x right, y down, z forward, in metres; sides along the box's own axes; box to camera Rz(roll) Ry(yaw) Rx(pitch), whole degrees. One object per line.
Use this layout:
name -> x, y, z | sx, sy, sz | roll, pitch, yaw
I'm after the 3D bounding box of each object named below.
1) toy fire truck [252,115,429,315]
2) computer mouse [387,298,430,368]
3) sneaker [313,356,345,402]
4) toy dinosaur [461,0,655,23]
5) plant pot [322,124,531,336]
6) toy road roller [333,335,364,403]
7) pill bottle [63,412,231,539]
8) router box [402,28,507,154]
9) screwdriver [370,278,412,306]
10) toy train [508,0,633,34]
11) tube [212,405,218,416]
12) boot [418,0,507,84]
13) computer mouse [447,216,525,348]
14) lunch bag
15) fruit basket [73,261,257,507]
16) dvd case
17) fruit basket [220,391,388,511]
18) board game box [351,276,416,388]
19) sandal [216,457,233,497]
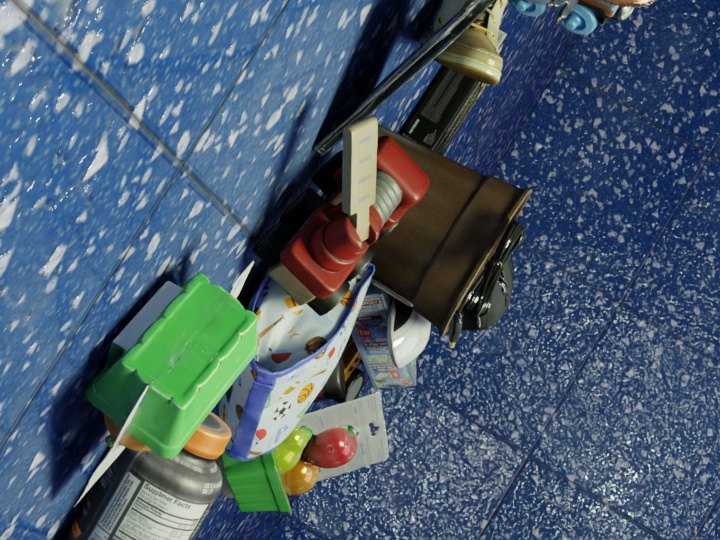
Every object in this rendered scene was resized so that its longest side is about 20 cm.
toy fire truck -> 0.000, -0.075, 1.098 | 0.200, 0.129, 0.176 | -30, -162, 52
computer mouse -> 0.069, 0.045, 1.443 | 0.200, 0.044, 0.110 | -78, 159, -50
sneaker -> -0.079, 0.063, 1.403 | 0.067, 0.108, 0.202 | 73, 12, -66
toy dinosaur -> 0.135, -0.263, 1.042 | 0.181, 0.200, 0.105 | 25, -88, 56
plant pot -> 0.065, -0.058, 1.350 | 0.201, 0.198, 0.200 | -58, 173, -11
toy road roller -> -0.028, 0.080, 1.611 | 0.200, 0.123, 0.146 | -55, 161, -19
pill bottle -> -0.199, 0.219, 1.080 | 0.200, 0.106, 0.106 | -59, 173, 5
router box -> 0.125, -0.234, 1.604 | 0.200, 0.051, 0.149 | -57, 174, -11
screwdriver -> 0.000, 0.000, 1.288 | 0.029, 0.200, 0.028 | -43, 130, -20
toy train -> 0.175, -0.306, 1.112 | 0.087, 0.200, 0.114 | -56, 161, -18
tube -> -0.196, 0.195, 1.251 | 0.200, 0.050, 0.078 | -47, 163, -38
boot -> 0.131, -0.285, 1.219 | 0.155, 0.072, 0.200 | -62, -163, 15
computer mouse -> 0.137, 0.042, 1.278 | 0.141, 0.046, 0.200 | -56, 172, -28
lunch bag -> -0.086, 0.085, 1.229 | 0.170, 0.124, 0.200 | 111, 3, -47
fruit basket -> -0.168, 0.093, 0.948 | 0.185, 0.094, 0.200 | -53, -174, -35
dvd case -> 0.048, -0.198, 1.119 | 0.200, 0.016, 0.149 | -36, -170, 42
fruit basket -> -0.068, 0.210, 1.379 | 0.199, 0.094, 0.185 | -21, 147, -8
board game box -> 0.023, 0.025, 1.484 | 0.200, 0.061, 0.201 | 60, 28, -62
sandal -> -0.159, 0.190, 1.451 | 0.070, 0.078, 0.212 | 6, 111, -56
